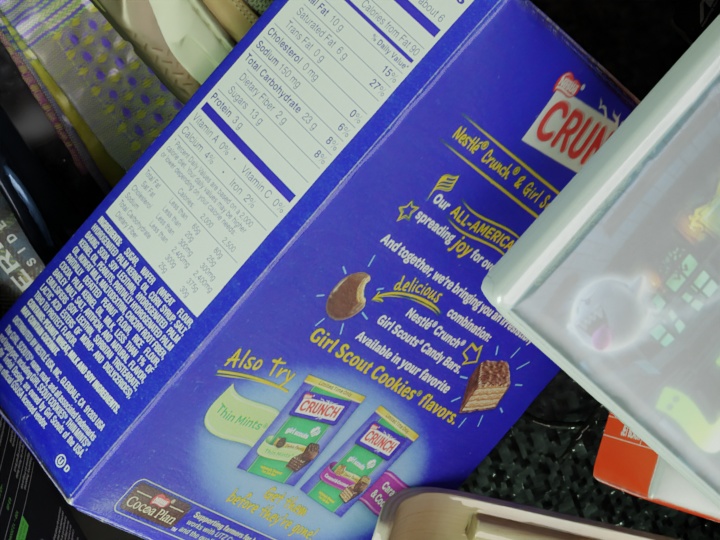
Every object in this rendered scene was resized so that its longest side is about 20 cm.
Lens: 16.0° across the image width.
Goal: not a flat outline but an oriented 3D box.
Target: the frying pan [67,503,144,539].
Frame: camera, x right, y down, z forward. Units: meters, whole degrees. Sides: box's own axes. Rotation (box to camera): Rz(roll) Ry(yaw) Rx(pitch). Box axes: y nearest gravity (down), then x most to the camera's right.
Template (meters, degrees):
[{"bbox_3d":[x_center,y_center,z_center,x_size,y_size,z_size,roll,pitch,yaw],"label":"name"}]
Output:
[{"bbox_3d":[-0.055,0.093,0.929,0.189,0.031,0.116,-10,123,-22],"label":"frying pan"}]

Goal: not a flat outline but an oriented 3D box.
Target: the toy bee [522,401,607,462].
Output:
[{"bbox_3d":[0.160,0.048,0.888,0.200,0.109,0.131,-39,114,21],"label":"toy bee"}]

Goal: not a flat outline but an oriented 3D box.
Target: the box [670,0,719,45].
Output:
[{"bbox_3d":[0.223,-0.134,0.871,0.160,0.044,0.201,20,111,-22],"label":"box"}]

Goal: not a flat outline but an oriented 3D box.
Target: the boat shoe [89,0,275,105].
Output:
[{"bbox_3d":[-0.076,-0.134,0.765,0.076,0.072,0.200,-43,129,-3],"label":"boat shoe"}]

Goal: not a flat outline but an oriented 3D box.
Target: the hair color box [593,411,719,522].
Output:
[{"bbox_3d":[0.154,-0.013,0.810,0.101,0.061,0.201,18,88,-12],"label":"hair color box"}]

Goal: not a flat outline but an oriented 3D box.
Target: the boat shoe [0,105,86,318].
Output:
[{"bbox_3d":[-0.137,-0.031,0.820,0.084,0.069,0.200,-44,117,11],"label":"boat shoe"}]

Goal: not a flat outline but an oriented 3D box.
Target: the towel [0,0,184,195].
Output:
[{"bbox_3d":[-0.067,-0.129,0.813,0.143,0.023,0.201,-28,121,3],"label":"towel"}]

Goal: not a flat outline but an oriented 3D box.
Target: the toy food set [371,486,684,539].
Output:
[{"bbox_3d":[0.079,0.163,0.858,0.199,0.060,0.144,14,108,-10],"label":"toy food set"}]

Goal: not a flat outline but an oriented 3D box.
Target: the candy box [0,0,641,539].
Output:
[{"bbox_3d":[0.000,0.000,0.817,0.200,0.077,0.169,-48,145,6],"label":"candy box"}]

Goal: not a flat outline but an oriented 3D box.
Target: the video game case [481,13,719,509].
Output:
[{"bbox_3d":[0.166,-0.010,0.750,0.182,0.023,0.200,41,94,-15],"label":"video game case"}]

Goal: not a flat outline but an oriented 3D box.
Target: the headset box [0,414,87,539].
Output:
[{"bbox_3d":[-0.191,0.099,0.824,0.173,0.093,0.201,-10,129,16],"label":"headset box"}]
